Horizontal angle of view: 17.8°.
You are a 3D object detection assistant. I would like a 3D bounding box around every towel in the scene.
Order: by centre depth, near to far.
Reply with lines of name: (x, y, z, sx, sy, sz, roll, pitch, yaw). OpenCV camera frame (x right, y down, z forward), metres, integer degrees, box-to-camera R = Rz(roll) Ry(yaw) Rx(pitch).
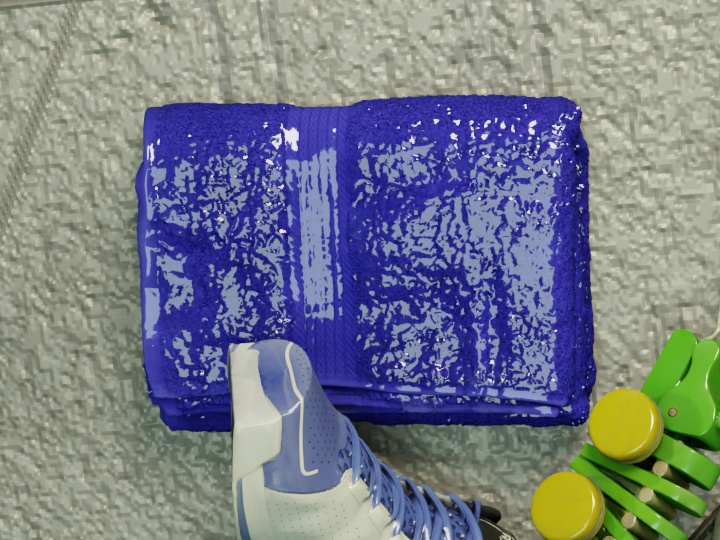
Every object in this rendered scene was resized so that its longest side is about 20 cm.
towel: (0.000, 0.000, 0.993, 0.199, 0.050, 0.148, -1, 102, 12)

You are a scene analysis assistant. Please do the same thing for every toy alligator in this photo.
toy alligator: (0.131, 0.071, 0.952, 0.054, 0.059, 0.200, 35, 88, 33)

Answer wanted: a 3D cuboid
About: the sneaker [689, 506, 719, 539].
sneaker: (0.177, 0.115, 0.960, 0.086, 0.080, 0.201, 13, 98, 20)

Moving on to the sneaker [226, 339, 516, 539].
sneaker: (0.008, 0.110, 0.989, 0.115, 0.081, 0.200, -10, 127, 2)
